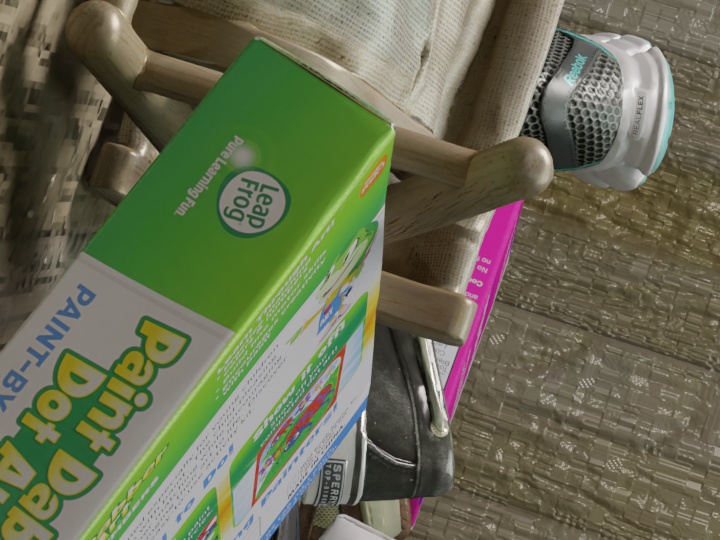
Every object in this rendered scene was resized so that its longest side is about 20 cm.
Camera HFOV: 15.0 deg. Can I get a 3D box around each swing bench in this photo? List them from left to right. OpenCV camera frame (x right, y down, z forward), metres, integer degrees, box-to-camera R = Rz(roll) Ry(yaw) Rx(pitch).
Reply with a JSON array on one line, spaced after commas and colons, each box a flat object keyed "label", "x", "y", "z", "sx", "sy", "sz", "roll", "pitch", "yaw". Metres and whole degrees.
[{"label": "swing bench", "x": 0.009, "y": -0.106, "z": 0.759, "sx": 0.200, "sy": 0.129, "sz": 0.200, "roll": 111, "pitch": -3, "yaw": -77}]

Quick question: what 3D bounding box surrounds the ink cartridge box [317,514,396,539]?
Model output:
[{"label": "ink cartridge box", "x": -0.026, "y": 0.216, "z": 1.040, "sx": 0.145, "sy": 0.084, "sz": 0.201, "roll": -49, "pitch": 162, "yaw": -55}]

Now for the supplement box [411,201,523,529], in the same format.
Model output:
[{"label": "supplement box", "x": 0.015, "y": 0.019, "z": 1.429, "sx": 0.101, "sy": 0.103, "sz": 0.200, "roll": 103, "pitch": 8, "yaw": -54}]

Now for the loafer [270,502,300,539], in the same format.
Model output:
[{"label": "loafer", "x": -0.074, "y": 0.153, "z": 1.073, "sx": 0.072, "sy": 0.073, "sz": 0.201, "roll": 85, "pitch": 22, "yaw": -70}]

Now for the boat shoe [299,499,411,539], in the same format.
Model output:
[{"label": "boat shoe", "x": -0.027, "y": 0.037, "z": 1.166, "sx": 0.075, "sy": 0.075, "sz": 0.203, "roll": -119, "pitch": -161, "yaw": -65}]

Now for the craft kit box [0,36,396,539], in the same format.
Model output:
[{"label": "craft kit box", "x": -0.067, "y": 0.067, "z": 0.661, "sx": 0.200, "sy": 0.048, "sz": 0.198, "roll": -53, "pitch": 172, "yaw": -19}]

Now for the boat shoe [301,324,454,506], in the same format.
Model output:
[{"label": "boat shoe", "x": 0.000, "y": 0.000, "z": 1.059, "sx": 0.071, "sy": 0.063, "sz": 0.201, "roll": 108, "pitch": -21, "yaw": -59}]

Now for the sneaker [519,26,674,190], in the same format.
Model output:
[{"label": "sneaker", "x": 0.032, "y": -0.078, "z": 1.112, "sx": 0.200, "sy": 0.091, "sz": 0.078, "roll": 6, "pitch": -89, "yaw": 50}]
